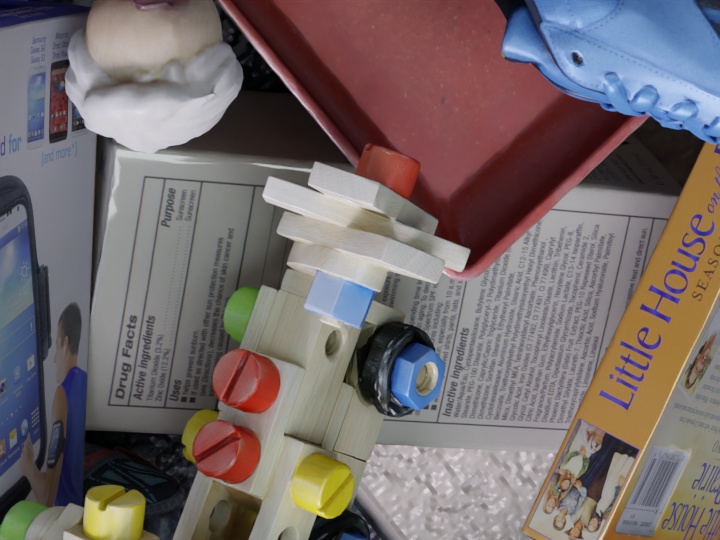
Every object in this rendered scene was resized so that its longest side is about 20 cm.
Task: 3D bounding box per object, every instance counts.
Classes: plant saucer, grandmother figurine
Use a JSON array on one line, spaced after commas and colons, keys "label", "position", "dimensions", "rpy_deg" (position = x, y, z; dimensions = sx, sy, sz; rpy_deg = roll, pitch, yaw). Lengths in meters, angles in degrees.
[{"label": "plant saucer", "position": [0.036, -0.135, 0.835], "dimensions": [0.200, 0.037, 0.200], "rpy_deg": [-43, 105, -9]}, {"label": "grandmother figurine", "position": [-0.058, -0.120, 0.748], "dimensions": [0.061, 0.121, 0.201], "rpy_deg": [-39, 143, -43]}]

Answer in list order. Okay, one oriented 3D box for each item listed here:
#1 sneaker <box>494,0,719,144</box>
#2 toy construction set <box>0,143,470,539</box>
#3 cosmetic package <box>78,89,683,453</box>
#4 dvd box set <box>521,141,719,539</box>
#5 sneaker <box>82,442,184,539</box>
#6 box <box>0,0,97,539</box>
[{"label": "sneaker", "position": [0.091, -0.064, 0.786], "dimensions": [0.200, 0.066, 0.079], "rpy_deg": [41, 76, 5]}, {"label": "toy construction set", "position": [-0.035, 0.051, 0.797], "dimensions": [0.131, 0.092, 0.201], "rpy_deg": [23, 100, -53]}, {"label": "cosmetic package", "position": [0.000, 0.000, 0.904], "dimensions": [0.199, 0.073, 0.104], "rpy_deg": [5, 112, -17]}, {"label": "dvd box set", "position": [0.130, 0.007, 0.897], "dimensions": [0.201, 0.029, 0.146], "rpy_deg": [-65, 156, 4]}, {"label": "sneaker", "position": [-0.101, 0.143, 0.874], "dimensions": [0.095, 0.201, 0.079], "rpy_deg": [8, 153, 1]}, {"label": "box", "position": [-0.119, 0.001, 0.792], "dimensions": [0.041, 0.119, 0.201], "rpy_deg": [9, 103, 18]}]
